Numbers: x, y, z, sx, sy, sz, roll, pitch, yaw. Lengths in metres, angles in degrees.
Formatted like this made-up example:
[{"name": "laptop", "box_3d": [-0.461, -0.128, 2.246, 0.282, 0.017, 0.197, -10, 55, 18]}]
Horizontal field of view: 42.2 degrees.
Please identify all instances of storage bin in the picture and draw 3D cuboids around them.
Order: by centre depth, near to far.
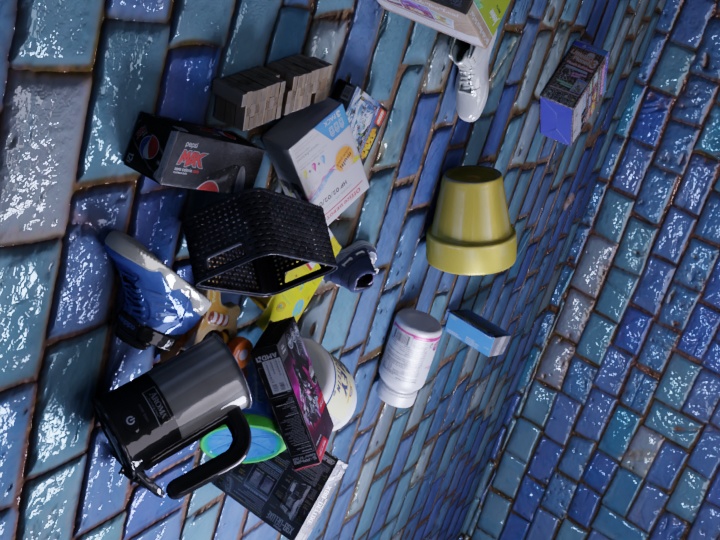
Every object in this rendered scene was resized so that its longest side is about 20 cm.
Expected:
[{"name": "storage bin", "box_3d": [-0.135, -0.035, 1.285, 0.199, 0.133, 0.096, 10, 61, -63]}]

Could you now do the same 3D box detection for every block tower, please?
[{"name": "block tower", "box_3d": [-0.117, -0.241, 1.253, 0.199, 0.053, 0.059, -32, 141, -51]}]

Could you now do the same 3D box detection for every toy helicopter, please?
[{"name": "toy helicopter", "box_3d": [-0.225, 0.061, 1.344, 0.131, 0.078, 0.204, -21, 123, -46]}]

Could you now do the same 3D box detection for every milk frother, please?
[{"name": "milk frother", "box_3d": [-0.257, 0.211, 1.296, 0.186, 0.184, 0.199, -27, -173, -24]}]

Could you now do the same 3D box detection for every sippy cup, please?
[{"name": "sippy cup", "box_3d": [-0.184, 0.214, 1.468, 0.179, 0.137, 0.133, 61, 21, -51]}]

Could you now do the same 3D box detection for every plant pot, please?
[{"name": "plant pot", "box_3d": [0.238, -0.115, 1.998, 0.200, 0.197, 0.193, -32, 128, -50]}]

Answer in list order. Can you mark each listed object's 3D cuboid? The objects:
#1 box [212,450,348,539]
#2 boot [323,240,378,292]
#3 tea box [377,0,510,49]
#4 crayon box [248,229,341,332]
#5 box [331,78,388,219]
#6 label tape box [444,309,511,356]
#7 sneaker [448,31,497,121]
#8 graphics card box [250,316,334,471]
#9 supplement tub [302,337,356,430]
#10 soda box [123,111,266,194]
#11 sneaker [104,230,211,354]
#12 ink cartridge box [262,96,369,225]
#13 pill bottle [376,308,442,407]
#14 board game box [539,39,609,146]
[{"name": "box", "box_3d": [-0.143, 0.358, 1.640, 0.160, 0.198, 0.050, -60, 153, -8]}, {"name": "boot", "box_3d": [0.000, 0.000, 1.711, 0.199, 0.089, 0.074, -19, 132, -59]}, {"name": "tea box", "box_3d": [0.129, -0.466, 1.361, 0.200, 0.198, 0.133, -62, 157, 1]}, {"name": "crayon box", "box_3d": [-0.115, 0.011, 1.526, 0.202, 0.050, 0.127, -59, 157, -13]}, {"name": "box", "box_3d": [-0.034, -0.191, 1.503, 0.203, 0.039, 0.136, -65, 156, 3]}, {"name": "label tape box", "box_3d": [0.301, 0.165, 2.469, 0.064, 0.143, 0.199, -64, 157, 10]}, {"name": "sneaker", "box_3d": [0.198, -0.381, 1.774, 0.115, 0.073, 0.205, -23, 125, -55]}, {"name": "graphics card box", "box_3d": [-0.102, 0.187, 1.441, 0.126, 0.050, 0.204, -61, 132, -71]}, {"name": "supplement tub", "box_3d": [-0.090, 0.212, 1.673, 0.147, 0.143, 0.200, -59, 157, -8]}, {"name": "soda box", "box_3d": [-0.201, -0.142, 1.166, 0.199, 0.063, 0.072, -1, 115, -64]}, {"name": "sneaker", "box_3d": [-0.276, 0.039, 1.174, 0.112, 0.076, 0.200, -52, 149, -7]}, {"name": "ink cartridge box", "box_3d": [-0.058, -0.145, 1.392, 0.115, 0.067, 0.202, -43, 137, -22]}, {"name": "pill bottle", "box_3d": [0.106, 0.201, 2.123, 0.113, 0.112, 0.204, -22, 134, -57]}, {"name": "board game box", "box_3d": [0.551, -0.457, 2.411, 0.202, 0.096, 0.160, -55, 156, -19]}]
